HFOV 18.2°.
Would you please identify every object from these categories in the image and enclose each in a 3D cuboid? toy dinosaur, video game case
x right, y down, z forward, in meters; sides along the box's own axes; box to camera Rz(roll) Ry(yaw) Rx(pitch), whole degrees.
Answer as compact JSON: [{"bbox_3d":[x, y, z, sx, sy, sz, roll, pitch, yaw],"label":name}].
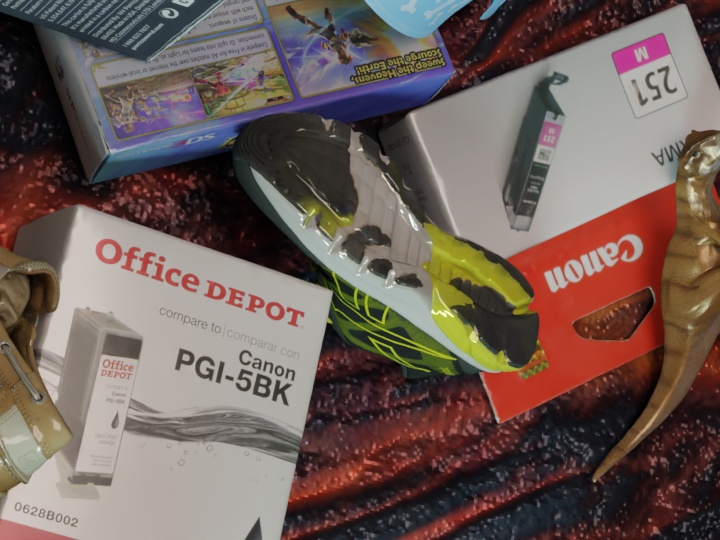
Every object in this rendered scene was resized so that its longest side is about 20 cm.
[{"bbox_3d":[0.190,0.021,1.255,0.105,0.060,0.202,8,96,-9],"label":"toy dinosaur"},{"bbox_3d":[-0.074,-0.153,1.144,0.199,0.045,0.182,-15,75,-27],"label":"video game case"}]

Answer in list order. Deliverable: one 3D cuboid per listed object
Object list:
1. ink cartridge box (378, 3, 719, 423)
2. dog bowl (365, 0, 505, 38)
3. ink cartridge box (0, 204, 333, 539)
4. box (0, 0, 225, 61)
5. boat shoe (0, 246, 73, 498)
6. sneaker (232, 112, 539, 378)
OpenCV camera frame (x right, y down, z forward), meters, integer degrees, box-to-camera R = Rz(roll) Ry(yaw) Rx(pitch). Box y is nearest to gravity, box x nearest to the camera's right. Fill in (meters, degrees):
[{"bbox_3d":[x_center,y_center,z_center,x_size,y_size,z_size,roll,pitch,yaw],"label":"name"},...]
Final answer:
[{"bbox_3d":[0.128,-0.034,1.243,0.199,0.043,0.175,-23,91,-27],"label":"ink cartridge box"},{"bbox_3d":[0.042,-0.186,1.160,0.112,0.049,0.200,63,27,0],"label":"dog bowl"},{"bbox_3d":[-0.110,0.086,1.083,0.146,0.083,0.202,18,74,-24],"label":"ink cartridge box"},{"bbox_3d":[-0.153,-0.207,1.027,0.199,0.107,0.150,16,64,-28],"label":"box"},{"bbox_3d":[-0.172,0.017,1.025,0.076,0.072,0.201,-27,54,4],"label":"boat shoe"},{"bbox_3d":[0.000,0.000,1.136,0.200,0.084,0.075,40,47,-27],"label":"sneaker"}]
